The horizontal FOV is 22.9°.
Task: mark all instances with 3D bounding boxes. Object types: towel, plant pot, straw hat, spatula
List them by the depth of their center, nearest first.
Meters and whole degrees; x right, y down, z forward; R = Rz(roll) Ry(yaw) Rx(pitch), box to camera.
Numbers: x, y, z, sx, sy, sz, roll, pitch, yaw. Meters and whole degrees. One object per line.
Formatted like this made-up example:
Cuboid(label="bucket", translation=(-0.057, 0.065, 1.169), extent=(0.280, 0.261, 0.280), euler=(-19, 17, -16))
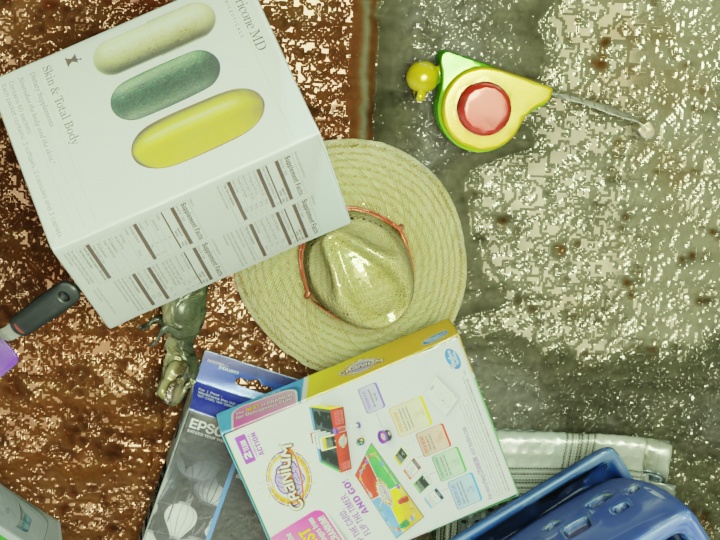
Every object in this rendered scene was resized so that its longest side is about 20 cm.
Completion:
Cuboid(label="spatula", translation=(-0.261, 0.044, 1.336), extent=(0.057, 0.200, 0.021), euler=(47, 52, -14))
Cuboid(label="plant pot", translation=(0.178, 0.269, 1.375), extent=(0.200, 0.180, 0.200), euler=(-32, 114, -2))
Cuboid(label="straw hat", translation=(0.000, 0.000, 1.387), extent=(0.201, 0.085, 0.201), euler=(-1, 102, -6))
Cuboid(label="towel", translation=(0.160, 0.225, 1.479), extent=(0.200, 0.035, 0.193), euler=(4, 101, -8))

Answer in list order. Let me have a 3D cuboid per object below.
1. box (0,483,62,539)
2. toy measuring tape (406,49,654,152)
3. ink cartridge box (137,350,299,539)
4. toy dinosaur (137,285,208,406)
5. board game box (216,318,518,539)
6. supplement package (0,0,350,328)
Cuboid(label="box", translation=(-0.361, 0.241, 1.380), extent=(0.176, 0.097, 0.200), euler=(39, 95, -22))
Cuboid(label="toy measuring tape", translation=(0.127, -0.116, 1.388), extent=(0.200, 0.074, 0.074), euler=(17, 99, -10))
Cuboid(label="ink cartridge box", translation=(-0.112, 0.173, 1.434), extent=(0.099, 0.039, 0.200), euler=(17, 98, -9))
Cuboid(label="toy dinosaur", translation=(-0.154, 0.002, 1.393), extent=(0.088, 0.047, 0.200), euler=(12, 95, -13))
Cuboid(label="board game box", translation=(0.007, 0.145, 1.399), extent=(0.200, 0.040, 0.153), euler=(-22, 111, -3))
Cuboid(label="supplement package", translation=(-0.135, -0.085, 1.291), extent=(0.200, 0.151, 0.152), euler=(-24, 66, -2))
